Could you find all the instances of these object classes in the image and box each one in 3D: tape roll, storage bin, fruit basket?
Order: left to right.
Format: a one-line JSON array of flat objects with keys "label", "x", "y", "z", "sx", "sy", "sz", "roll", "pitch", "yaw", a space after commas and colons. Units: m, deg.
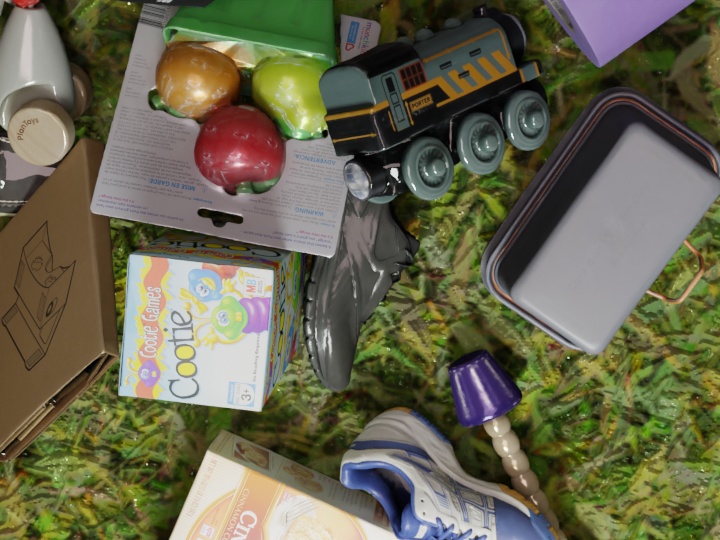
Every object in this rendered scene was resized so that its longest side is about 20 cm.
[{"label": "fruit basket", "x": -0.091, "y": -0.116, "z": 1.054, "sx": 0.185, "sy": 0.094, "sz": 0.200, "roll": 10, "pitch": 76, "yaw": 1}, {"label": "tape roll", "x": 0.147, "y": -0.249, "z": 0.988, "sx": 0.085, "sy": 0.200, "sz": 0.200, "roll": -34, "pitch": 94, "yaw": 10}, {"label": "storage bin", "x": 0.194, "y": -0.024, "z": 1.051, "sx": 0.145, "sy": 0.134, "sz": 0.200, "roll": 35, "pitch": 101, "yaw": -1}]

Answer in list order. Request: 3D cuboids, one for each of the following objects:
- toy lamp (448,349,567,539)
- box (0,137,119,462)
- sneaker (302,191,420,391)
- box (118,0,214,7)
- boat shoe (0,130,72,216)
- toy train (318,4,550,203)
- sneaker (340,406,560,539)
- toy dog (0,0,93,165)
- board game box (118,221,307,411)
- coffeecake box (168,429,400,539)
[{"label": "toy lamp", "x": 0.128, "y": 0.159, "z": 1.125, "sx": 0.058, "sy": 0.058, "sz": 0.200, "roll": -25, "pitch": 98, "yaw": 8}, {"label": "box", "x": -0.237, "y": 0.021, "z": 1.056, "sx": 0.021, "sy": 0.200, "sz": 0.163, "roll": 20, "pitch": 134, "yaw": -35}, {"label": "sneaker", "x": 0.000, "y": 0.000, "z": 1.105, "sx": 0.091, "sy": 0.076, "sz": 0.200, "roll": 5, "pitch": 101, "yaw": -3}, {"label": "box", "x": -0.117, "y": -0.301, "z": 0.953, "sx": 0.086, "sy": 0.164, "sz": 0.200, "roll": -2, "pitch": 83, "yaw": -33}, {"label": "boat shoe", "x": -0.325, "y": -0.081, "z": 1.121, "sx": 0.200, "sy": 0.066, "sz": 0.072, "roll": 9, "pitch": 97, "yaw": 3}, {"label": "toy train", "x": 0.059, "y": -0.124, "z": 1.035, "sx": 0.200, "sy": 0.085, "sz": 0.114, "roll": -28, "pitch": 107, "yaw": -33}, {"label": "sneaker", "x": 0.069, "y": 0.198, "z": 1.095, "sx": 0.200, "sy": 0.088, "sz": 0.075, "roll": 36, "pitch": 132, "yaw": 17}, {"label": "toy dog", "x": -0.277, "y": -0.177, "z": 1.070, "sx": 0.096, "sy": 0.132, "sz": 0.200, "roll": -9, "pitch": 97, "yaw": 8}, {"label": "board game box", "x": -0.104, "y": 0.028, "z": 1.051, "sx": 0.103, "sy": 0.200, "sz": 0.105, "roll": 7, "pitch": 99, "yaw": 4}, {"label": "coffeecake box", "x": -0.058, "y": 0.245, "z": 1.144, "sx": 0.200, "sy": 0.073, "sz": 0.154, "roll": 24, "pitch": 99, "yaw": 0}]
